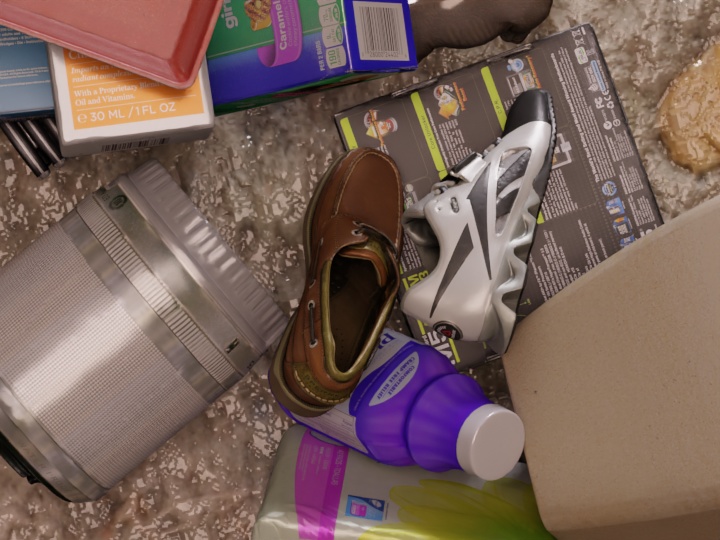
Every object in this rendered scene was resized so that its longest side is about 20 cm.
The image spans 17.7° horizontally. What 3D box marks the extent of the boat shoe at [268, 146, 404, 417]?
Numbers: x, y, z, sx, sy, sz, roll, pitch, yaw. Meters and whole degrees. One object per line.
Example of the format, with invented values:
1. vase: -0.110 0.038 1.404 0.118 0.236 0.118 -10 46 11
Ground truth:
1. boat shoe: 0.000 0.000 1.512 0.072 0.068 0.200 23 60 -20

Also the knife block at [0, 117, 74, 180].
1. knife block: -0.264 -0.157 1.596 0.199 0.064 0.176 9 86 -1

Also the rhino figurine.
1. rhino figurine: 0.041 -0.174 1.588 0.199 0.087 0.060 -13 87 -1

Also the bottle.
1. bottle: 0.025 0.086 1.527 0.084 0.200 0.065 -48 128 -17

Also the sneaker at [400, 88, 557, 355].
1. sneaker: 0.076 -0.046 1.514 0.088 0.074 0.200 15 55 2

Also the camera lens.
1. camera lens: -0.168 0.043 1.540 0.200 0.160 0.160 -40 88 -2

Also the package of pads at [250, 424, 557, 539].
1. package of pads: 0.033 0.172 1.541 0.199 0.155 0.068 10 110 2

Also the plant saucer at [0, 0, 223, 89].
1. plant saucer: -0.168 -0.234 1.438 0.199 0.037 0.200 19 84 -7

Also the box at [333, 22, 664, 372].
1. box: 0.103 -0.046 1.605 0.193 0.048 0.201 -21 88 1

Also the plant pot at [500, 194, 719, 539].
1. plant pot: 0.202 0.096 1.514 0.177 0.200 0.200 -19 65 15

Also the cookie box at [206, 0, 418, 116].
1. cookie box: -0.070 -0.196 1.543 0.200 0.075 0.172 -10 87 40

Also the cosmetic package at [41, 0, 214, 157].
1. cosmetic package: -0.157 -0.180 1.490 0.101 0.071 0.201 -9 87 -8

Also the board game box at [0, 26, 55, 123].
1. board game box: -0.233 -0.200 1.541 0.150 0.047 0.201 -6 87 -8
